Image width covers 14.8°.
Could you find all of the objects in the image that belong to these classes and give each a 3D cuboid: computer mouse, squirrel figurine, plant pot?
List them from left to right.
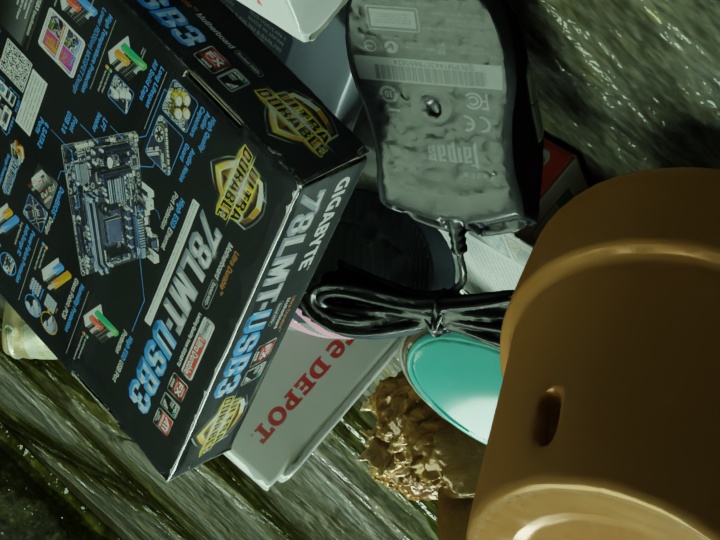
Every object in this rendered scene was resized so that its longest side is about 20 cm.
[{"bbox_3d":[0.016,-0.054,1.166,0.140,0.046,0.201,2,127,25],"label":"computer mouse"},{"bbox_3d":[0.095,0.117,1.463,0.200,0.141,0.187,50,-171,4],"label":"squirrel figurine"},{"bbox_3d":[0.129,0.080,1.078,0.199,0.140,0.200,21,142,17],"label":"plant pot"}]

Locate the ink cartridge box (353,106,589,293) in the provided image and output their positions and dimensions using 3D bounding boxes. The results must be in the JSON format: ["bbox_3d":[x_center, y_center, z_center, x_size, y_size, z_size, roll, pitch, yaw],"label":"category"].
[{"bbox_3d":[0.071,-0.022,1.259,0.200,0.050,0.109,31,164,31],"label":"ink cartridge box"}]

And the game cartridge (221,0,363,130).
[{"bbox_3d":[-0.074,-0.135,1.221,0.200,0.042,0.133,40,139,12],"label":"game cartridge"}]

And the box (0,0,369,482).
[{"bbox_3d":[-0.104,-0.043,1.210,0.198,0.050,0.200,44,137,20],"label":"box"}]

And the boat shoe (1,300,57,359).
[{"bbox_3d":[-0.169,-0.051,1.542,0.063,0.202,0.073,-2,178,18],"label":"boat shoe"}]

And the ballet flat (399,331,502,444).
[{"bbox_3d":[0.107,0.065,1.331,0.200,0.064,0.067,28,126,-12],"label":"ballet flat"}]

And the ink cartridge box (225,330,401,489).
[{"bbox_3d":[-0.075,-0.004,1.458,0.200,0.145,0.085,42,176,-3],"label":"ink cartridge box"}]

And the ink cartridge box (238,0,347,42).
[{"bbox_3d":[-0.082,-0.193,1.048,0.200,0.085,0.145,35,166,26],"label":"ink cartridge box"}]

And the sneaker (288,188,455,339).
[{"bbox_3d":[0.000,0.000,1.317,0.082,0.070,0.200,14,178,-33],"label":"sneaker"}]
